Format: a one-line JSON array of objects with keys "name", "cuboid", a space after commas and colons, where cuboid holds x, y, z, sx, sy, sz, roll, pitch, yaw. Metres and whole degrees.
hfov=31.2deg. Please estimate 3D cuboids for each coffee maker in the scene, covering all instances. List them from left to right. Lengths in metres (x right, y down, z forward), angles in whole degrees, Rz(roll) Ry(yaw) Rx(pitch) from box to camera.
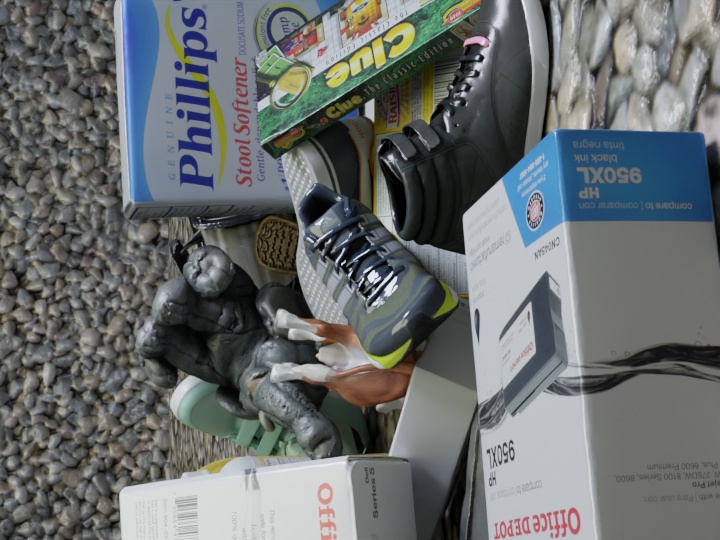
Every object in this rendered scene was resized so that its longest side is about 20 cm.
[{"name": "coffee maker", "cuboid": [-0.102, -0.015, 1.364, 0.193, 0.133, 0.202, -71, -26, -54]}]

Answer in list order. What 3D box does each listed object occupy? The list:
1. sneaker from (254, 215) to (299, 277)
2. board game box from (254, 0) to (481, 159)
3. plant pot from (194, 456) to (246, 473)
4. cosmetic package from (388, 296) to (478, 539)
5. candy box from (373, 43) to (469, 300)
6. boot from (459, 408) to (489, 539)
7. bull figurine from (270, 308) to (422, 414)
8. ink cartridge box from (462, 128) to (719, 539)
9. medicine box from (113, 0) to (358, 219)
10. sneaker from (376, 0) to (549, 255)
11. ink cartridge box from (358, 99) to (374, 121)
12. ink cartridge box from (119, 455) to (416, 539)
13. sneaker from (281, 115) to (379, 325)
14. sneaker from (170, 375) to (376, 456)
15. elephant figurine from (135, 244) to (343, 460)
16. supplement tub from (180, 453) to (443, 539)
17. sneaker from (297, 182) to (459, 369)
[{"name": "sneaker", "cuboid": [0.000, 0.000, 1.145, 0.199, 0.089, 0.068, 27, 105, 41]}, {"name": "board game box", "cuboid": [0.007, -0.169, 0.946, 0.199, 0.023, 0.106, -29, 47, 22]}, {"name": "plant pot", "cuboid": [-0.097, 0.274, 1.298, 0.189, 0.199, 0.203, -41, 48, 51]}, {"name": "cosmetic package", "cuboid": [0.051, 0.121, 0.910, 0.083, 0.050, 0.201, -61, -12, -49]}, {"name": "candy box", "cuboid": [0.052, -0.079, 0.943, 0.102, 0.026, 0.203, -1, 88, 47]}, {"name": "boot", "cuboid": [0.076, 0.181, 0.836, 0.181, 0.072, 0.203, 20, 116, 61]}, {"name": "bull figurine", "cuboid": [-0.002, 0.071, 0.978, 0.200, 0.120, 0.066, 85, -165, -79]}, {"name": "ink cartridge box", "cuboid": [0.117, 0.047, 0.652, 0.145, 0.083, 0.203, 133, 135, -70]}, {"name": "medicine box", "cuboid": [-0.109, -0.143, 1.115, 0.103, 0.197, 0.185, 167, 100, -74]}, {"name": "sneaker", "cuboid": [0.063, -0.105, 0.839, 0.071, 0.098, 0.203, -156, 67, -75]}, {"name": "ink cartridge box", "cuboid": [0.027, -0.156, 1.080, 0.146, 0.047, 0.202, 121, 146, -63]}, {"name": "ink cartridge box", "cuboid": [-0.061, 0.209, 0.871, 0.198, 0.084, 0.147, -12, 76, 32]}, {"name": "sneaker", "cuboid": [-0.007, -0.031, 1.029, 0.078, 0.079, 0.201, 39, 148, 38]}, {"name": "sneaker", "cuboid": [-0.071, 0.151, 1.174, 0.074, 0.198, 0.119, -65, 28, 24]}, {"name": "elephant figurine", "cuboid": [-0.082, 0.080, 1.102, 0.156, 0.199, 0.142, -56, -7, -32]}, {"name": "supplement tub", "cuboid": [-0.044, 0.223, 1.043, 0.145, 0.197, 0.147, 180, 90, -75]}, {"name": "sneaker", "cuboid": [0.000, 0.000, 0.859, 0.074, 0.081, 0.200, -44, 25, -1]}]
